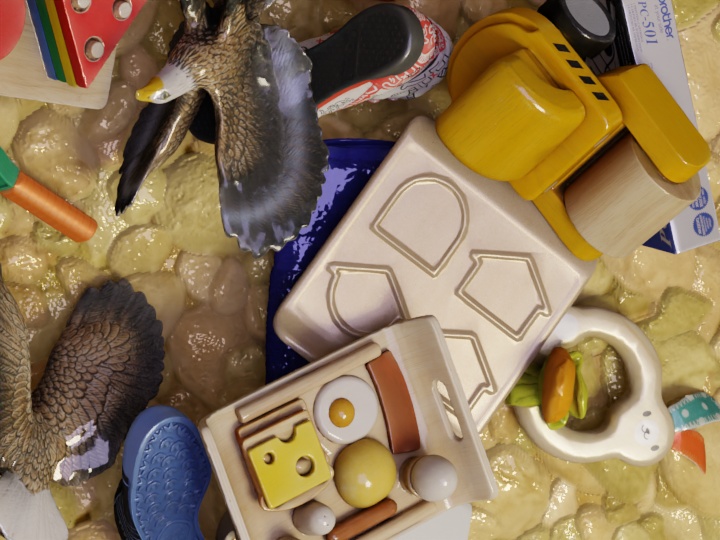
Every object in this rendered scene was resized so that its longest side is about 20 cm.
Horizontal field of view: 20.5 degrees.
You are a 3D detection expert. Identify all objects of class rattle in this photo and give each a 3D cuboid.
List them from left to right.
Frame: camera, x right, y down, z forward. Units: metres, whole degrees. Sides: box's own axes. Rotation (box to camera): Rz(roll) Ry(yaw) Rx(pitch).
[{"bbox_3d":[0.221,0.108,1.560,0.199,0.143,0.131,34,70,-11],"label":"rattle"}]

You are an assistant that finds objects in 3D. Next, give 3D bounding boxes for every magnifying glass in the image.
[{"bbox_3d":[-0.266,-0.075,1.419,0.200,0.079,0.023,38,55,-38],"label":"magnifying glass"}]

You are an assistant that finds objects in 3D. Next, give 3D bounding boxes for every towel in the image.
[{"bbox_3d":[0.000,0.000,1.530,0.146,0.050,0.202,2,96,-12],"label":"towel"}]

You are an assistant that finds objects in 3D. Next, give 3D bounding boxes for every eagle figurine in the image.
[{"bbox_3d":[-0.239,0.095,1.433,0.150,0.152,0.201,29,96,4],"label":"eagle figurine"},{"bbox_3d":[-0.106,-0.130,1.414,0.149,0.152,0.202,-10,122,-15],"label":"eagle figurine"}]

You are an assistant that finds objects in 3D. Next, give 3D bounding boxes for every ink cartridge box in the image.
[{"bbox_3d":[0.221,-0.119,1.544,0.044,0.094,0.202,-18,103,-15],"label":"ink cartridge box"}]

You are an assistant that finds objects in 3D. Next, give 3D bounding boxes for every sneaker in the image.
[{"bbox_3d":[-0.151,0.163,1.454,0.070,0.078,0.201,-25,137,-25],"label":"sneaker"},{"bbox_3d":[-0.027,-0.139,1.488,0.200,0.108,0.068,-21,81,23],"label":"sneaker"}]

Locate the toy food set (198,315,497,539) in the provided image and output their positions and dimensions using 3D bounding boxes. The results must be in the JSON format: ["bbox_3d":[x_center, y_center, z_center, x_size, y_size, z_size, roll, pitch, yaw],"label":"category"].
[{"bbox_3d":[-0.008,0.137,1.410,0.199,0.060,0.145,-25,100,-26],"label":"toy food set"}]

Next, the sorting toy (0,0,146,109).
[{"bbox_3d":[-0.227,-0.218,1.376,0.199,0.069,0.201,4,98,-46],"label":"sorting toy"}]

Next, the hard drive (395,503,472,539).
[{"bbox_3d":[0.001,0.192,1.509,0.199,0.027,0.133,36,50,-30],"label":"hard drive"}]

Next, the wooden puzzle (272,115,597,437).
[{"bbox_3d":[0.055,0.015,1.499,0.185,0.046,0.201,37,83,-15],"label":"wooden puzzle"}]

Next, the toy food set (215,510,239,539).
[{"bbox_3d":[-0.039,0.276,1.505,0.060,0.144,0.201,-34,105,1],"label":"toy food set"}]

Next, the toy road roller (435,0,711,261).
[{"bbox_3d":[0.142,-0.099,1.454,0.201,0.146,0.123,52,127,7],"label":"toy road roller"}]
